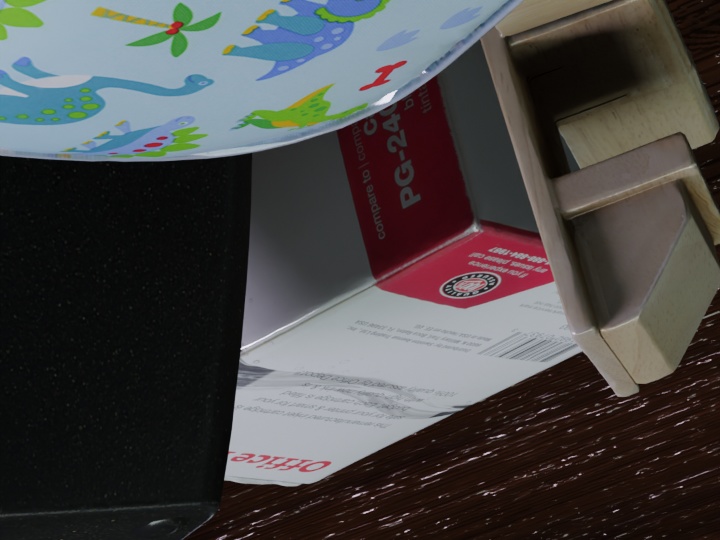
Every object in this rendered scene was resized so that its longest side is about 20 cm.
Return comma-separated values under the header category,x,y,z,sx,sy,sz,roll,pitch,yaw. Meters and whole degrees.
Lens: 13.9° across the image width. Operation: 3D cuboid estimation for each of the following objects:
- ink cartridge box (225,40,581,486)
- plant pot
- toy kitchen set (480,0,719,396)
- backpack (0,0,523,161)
category,x,y,z,sx,sy,sz,roll,pitch,yaw
ink cartridge box,0.000,0.000,1.037,0.200,0.084,0.145,-28,157,33
plant pot,-0.144,0.012,0.834,0.199,0.178,0.200,0,156,-34
toy kitchen set,0.122,-0.078,0.801,0.180,0.164,0.200,-18,160,9
backpack,-0.033,-0.109,0.635,0.199,0.148,0.183,-3,159,-36
